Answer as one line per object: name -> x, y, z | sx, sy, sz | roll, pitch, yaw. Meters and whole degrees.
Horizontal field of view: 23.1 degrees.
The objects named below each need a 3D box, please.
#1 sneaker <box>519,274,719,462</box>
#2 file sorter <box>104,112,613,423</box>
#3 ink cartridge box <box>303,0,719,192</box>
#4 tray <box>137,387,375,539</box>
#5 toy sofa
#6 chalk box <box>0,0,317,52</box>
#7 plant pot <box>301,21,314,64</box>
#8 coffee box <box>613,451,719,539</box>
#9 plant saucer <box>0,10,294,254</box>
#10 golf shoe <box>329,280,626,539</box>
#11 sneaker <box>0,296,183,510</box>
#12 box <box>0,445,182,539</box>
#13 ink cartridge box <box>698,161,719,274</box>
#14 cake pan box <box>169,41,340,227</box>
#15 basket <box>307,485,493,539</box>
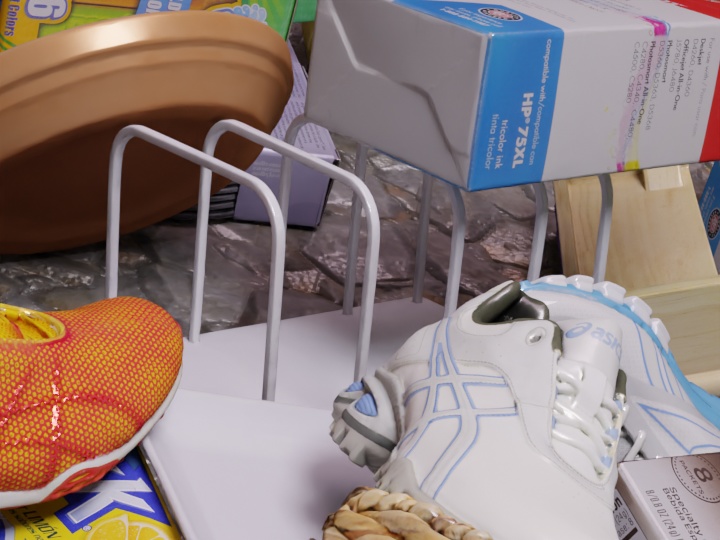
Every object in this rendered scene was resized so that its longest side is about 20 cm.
sneaker -> 0.118, 0.078, 0.738 | 0.200, 0.075, 0.087 | 36, 31, -31
file sorter -> 0.000, 0.000, 0.787 | 0.199, 0.126, 0.138 | -8, 22, -38
ink cartridge box -> 0.089, -0.090, 0.780 | 0.199, 0.068, 0.116 | -8, 24, -38
tray -> 0.007, 0.092, 0.665 | 0.199, 0.022, 0.108 | 11, 28, -33
toy sofa -> 0.149, 0.007, 0.943 | 0.082, 0.098, 0.201 | -8, 29, 7
chalk box -> -0.103, -0.164, 0.949 | 0.198, 0.126, 0.124 | 1, 33, -22
plant pot -> 0.039, -0.166, 1.090 | 0.199, 0.201, 0.143 | 22, 54, 10
coffee box -> 0.148, 0.163, 0.589 | 0.112, 0.080, 0.201 | 1, 49, -40
plant saucer -> -0.122, -0.056, 0.817 | 0.199, 0.200, 0.038 | -9, 72, -37
golf shoe -> 0.053, 0.053, 0.573 | 0.078, 0.097, 0.200 | 42, 1, -24
sneaker -> -0.134, 0.038, 0.577 | 0.073, 0.078, 0.199 | 25, 29, 36
box -> -0.100, 0.108, 0.625 | 0.064, 0.071, 0.200 | -11, 37, -20
ink cartridge box -> 0.266, -0.014, 0.986 | 0.067, 0.116, 0.201 | 5, 31, -18
cake pan box -> -0.118, -0.099, 1.007 | 0.182, 0.053, 0.200 | 4, 31, -18
basket -> 0.031, 0.174, 0.460 | 0.199, 0.143, 0.149 | 33, 64, 26
